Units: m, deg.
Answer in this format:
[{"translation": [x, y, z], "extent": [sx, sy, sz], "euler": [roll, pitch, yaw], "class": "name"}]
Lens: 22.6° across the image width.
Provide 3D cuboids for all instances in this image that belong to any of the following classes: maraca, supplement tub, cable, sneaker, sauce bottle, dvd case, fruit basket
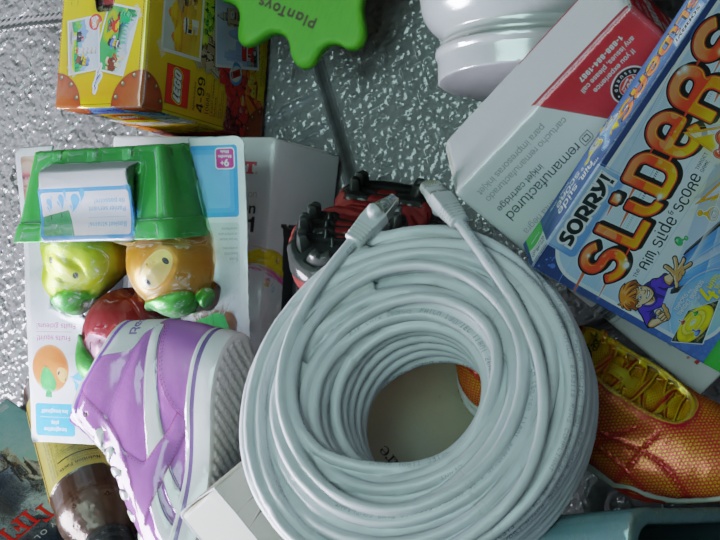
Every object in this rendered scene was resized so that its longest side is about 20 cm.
[{"translation": [-0.021, -0.236, 1.214], "extent": [0.136, 0.107, 0.202], "euler": [23, 90, 21], "class": "maraca"}, {"translation": [0.108, -0.215, 1.119], "extent": [0.144, 0.145, 0.202], "euler": [-4, 82, 29], "class": "supplement tub"}, {"translation": [0.030, 0.074, 0.983], "extent": [0.200, 0.069, 0.200], "euler": [-43, 56, -4], "class": "cable"}, {"translation": [-0.130, 0.129, 1.128], "extent": [0.113, 0.073, 0.203], "euler": [7, 92, 23], "class": "sneaker"}, {"translation": [0.144, 0.076, 1.032], "extent": [0.198, 0.078, 0.073], "euler": [18, 49, 16], "class": "sneaker"}, {"translation": [-0.188, 0.150, 1.262], "extent": [0.065, 0.065, 0.201], "euler": [-42, 46, 19], "class": "sauce bottle"}, {"translation": [0.000, 0.000, 1.141], "extent": [0.070, 0.200, 0.099], "euler": [8, 104, 11], "class": "sneaker"}, {"translation": [-0.238, 0.182, 1.289], "extent": [0.199, 0.146, 0.022], "euler": [30, 141, 28], "class": "dvd case"}, {"translation": [-0.154, 0.016, 1.179], "extent": [0.184, 0.094, 0.202], "euler": [0, 88, 29], "class": "fruit basket"}]

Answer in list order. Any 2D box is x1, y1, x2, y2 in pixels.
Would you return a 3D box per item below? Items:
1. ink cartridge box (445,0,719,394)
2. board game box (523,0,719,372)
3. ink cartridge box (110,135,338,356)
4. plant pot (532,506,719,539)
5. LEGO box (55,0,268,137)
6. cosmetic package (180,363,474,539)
[{"translation": [0.170, -0.048, 1.037], "extent": [0.200, 0.084, 0.144], "euler": [38, 108, -17], "class": "ink cartridge box"}, {"translation": [0.197, -0.058, 0.968], "extent": [0.135, 0.035, 0.201], "euler": [27, 109, -13], "class": "board game box"}, {"translation": [-0.104, 0.011, 1.252], "extent": [0.146, 0.085, 0.202], "euler": [3, 87, 30], "class": "ink cartridge box"}, {"translation": [0.114, 0.235, 1.046], "extent": [0.199, 0.195, 0.198], "euler": [-5, 82, 34], "class": "plant pot"}, {"translation": [-0.131, -0.199, 1.253], "extent": [0.077, 0.149, 0.202], "euler": [1, 86, 30], "class": "LEGO box"}, {"translation": [0.002, 0.118, 1.085], "extent": [0.104, 0.200, 0.073], "euler": [50, 149, 1], "class": "cosmetic package"}]
